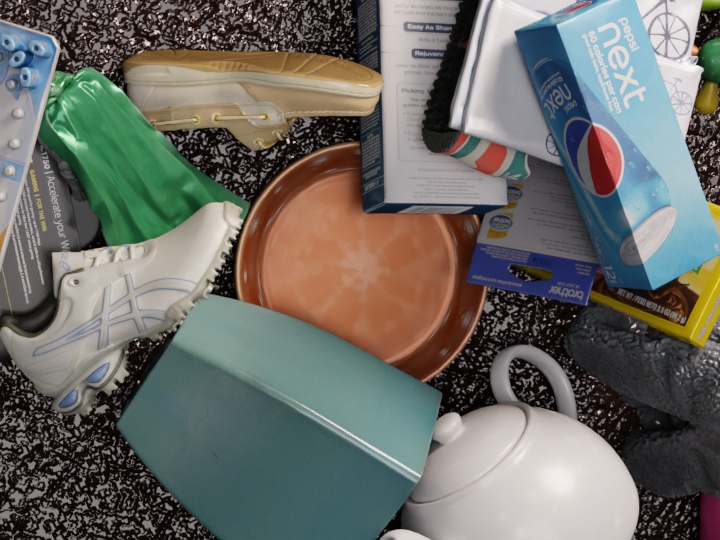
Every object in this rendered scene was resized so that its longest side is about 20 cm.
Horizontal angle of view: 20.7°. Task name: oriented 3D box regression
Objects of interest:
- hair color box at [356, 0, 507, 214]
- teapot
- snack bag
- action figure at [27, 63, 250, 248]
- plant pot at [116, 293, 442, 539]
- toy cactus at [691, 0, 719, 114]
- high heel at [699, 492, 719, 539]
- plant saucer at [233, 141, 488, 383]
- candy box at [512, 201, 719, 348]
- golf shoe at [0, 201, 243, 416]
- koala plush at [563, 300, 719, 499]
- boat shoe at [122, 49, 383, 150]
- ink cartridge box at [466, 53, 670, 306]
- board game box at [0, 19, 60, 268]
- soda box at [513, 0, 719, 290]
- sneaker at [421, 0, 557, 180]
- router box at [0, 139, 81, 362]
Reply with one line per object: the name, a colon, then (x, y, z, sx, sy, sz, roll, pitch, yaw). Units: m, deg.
hair color box: (0.053, -0.144, 1.496, 0.100, 0.061, 0.200, 1, 84, -18)
teapot: (0.103, 0.165, 1.485, 0.197, 0.200, 0.146, -36, 105, -1)
snack bag: (0.169, -0.170, 1.430, 0.188, 0.021, 0.200, 17, 83, -23)
action figure: (-0.180, -0.078, 1.450, 0.118, 0.055, 0.200, -51, 122, -22)
plant pot: (-0.066, 0.116, 1.458, 0.200, 0.141, 0.141, 34, 114, -5)
toy cactus: (0.311, -0.186, 1.518, 0.200, 0.165, 0.102, -34, 120, -2)
high heel: (0.281, 0.271, 1.589, 0.096, 0.067, 0.200, -21, 111, -19)
plant saucer: (0.000, 0.000, 1.532, 0.200, 0.032, 0.201, -1, 95, -11)
candy box: (0.200, -0.022, 1.496, 0.026, 0.200, 0.102, 32, 85, -47)
golf shoe: (-0.173, 0.010, 1.414, 0.200, 0.078, 0.097, -45, 107, 6)
koala plush: (0.303, 0.063, 1.536, 0.200, 0.184, 0.178, -38, 112, -26)
boat shoe: (-0.079, -0.124, 1.471, 0.200, 0.074, 0.069, 5, 109, 17)
ink cartridge box: (0.162, -0.071, 1.502, 0.042, 0.119, 0.200, 31, 74, -49)
board game box: (-0.333, -0.096, 1.398, 0.200, 0.026, 0.200, 18, 99, 5)
soda box: (0.182, -0.090, 1.391, 0.068, 0.064, 0.200, -26, 102, -21)
sneaker: (0.119, -0.160, 1.459, 0.093, 0.070, 0.200, 27, 76, -27)
router box: (-0.286, -0.030, 1.464, 0.149, 0.051, 0.200, -12, 96, -12)
